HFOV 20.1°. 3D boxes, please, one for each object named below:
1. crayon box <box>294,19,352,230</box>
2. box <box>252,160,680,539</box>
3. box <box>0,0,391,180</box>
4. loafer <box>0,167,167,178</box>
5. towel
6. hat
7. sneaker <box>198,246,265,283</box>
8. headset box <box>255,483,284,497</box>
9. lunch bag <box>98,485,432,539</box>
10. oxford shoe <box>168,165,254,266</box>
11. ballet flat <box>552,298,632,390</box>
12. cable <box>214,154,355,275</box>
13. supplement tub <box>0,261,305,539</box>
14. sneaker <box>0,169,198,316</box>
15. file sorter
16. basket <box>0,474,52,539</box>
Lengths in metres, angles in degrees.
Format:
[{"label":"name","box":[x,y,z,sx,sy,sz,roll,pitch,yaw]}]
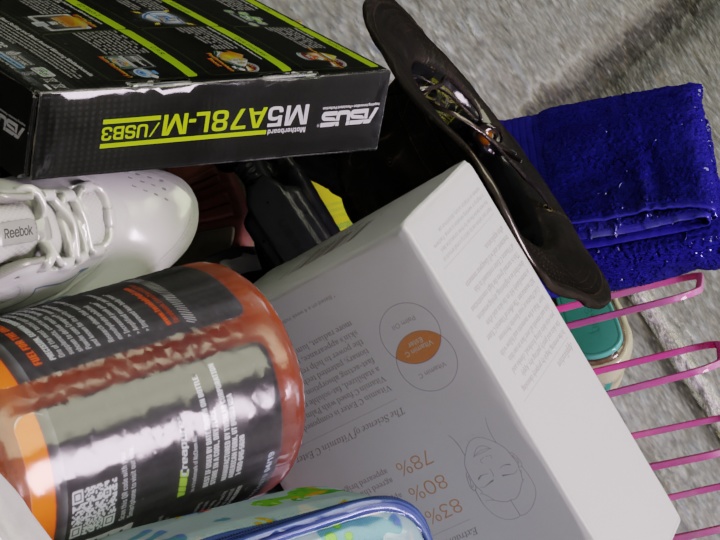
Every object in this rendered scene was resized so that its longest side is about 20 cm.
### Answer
[{"label":"crayon box","box":[-0.033,-0.051,1.221,0.201,0.051,0.127,61,26,7]},{"label":"box","box":[0.038,0.074,0.931,0.201,0.124,0.097,59,28,-7]},{"label":"box","box":[-0.121,-0.102,0.941,0.192,0.048,0.200,-6,27,-41]},{"label":"loafer","box":[-0.166,-0.029,0.950,0.200,0.067,0.076,-33,99,-49]},{"label":"towel","box":[0.113,-0.047,1.197,0.050,0.199,0.148,73,10,-47]},{"label":"hat","box":[0.038,-0.042,1.034,0.201,0.081,0.201,50,12,-15]},{"label":"sneaker","box":[-0.083,0.050,0.993,0.083,0.072,0.200,51,33,11]},{"label":"headset box","box":[-0.027,0.176,0.951,0.201,0.077,0.149,61,26,4]},{"label":"lunch bag","box":[-0.037,0.193,0.793,0.160,0.082,0.201,-10,95,-30]},{"label":"oxford shoe","box":[-0.093,-0.073,1.136,0.074,0.070,0.201,38,37,-60]},{"label":"ballet flat","box":[0.159,0.010,1.496,0.069,0.069,0.201,35,36,-39]},{"label":"cable","box":[0.000,0.000,1.067,0.200,0.051,0.163,54,20,-3]},{"label":"supplement tub","box":[-0.126,0.067,0.821,0.199,0.107,0.107,-16,74,-40]},{"label":"sneaker","box":[-0.145,-0.007,0.849,0.199,0.087,0.075,-16,88,-39]},{"label":"file sorter","box":[0.167,0.067,1.272,0.139,0.125,0.201,-27,103,-77]},{"label":"basket","box":[-0.169,0.170,0.572,0.200,0.198,0.161,54,30,-8]}]
